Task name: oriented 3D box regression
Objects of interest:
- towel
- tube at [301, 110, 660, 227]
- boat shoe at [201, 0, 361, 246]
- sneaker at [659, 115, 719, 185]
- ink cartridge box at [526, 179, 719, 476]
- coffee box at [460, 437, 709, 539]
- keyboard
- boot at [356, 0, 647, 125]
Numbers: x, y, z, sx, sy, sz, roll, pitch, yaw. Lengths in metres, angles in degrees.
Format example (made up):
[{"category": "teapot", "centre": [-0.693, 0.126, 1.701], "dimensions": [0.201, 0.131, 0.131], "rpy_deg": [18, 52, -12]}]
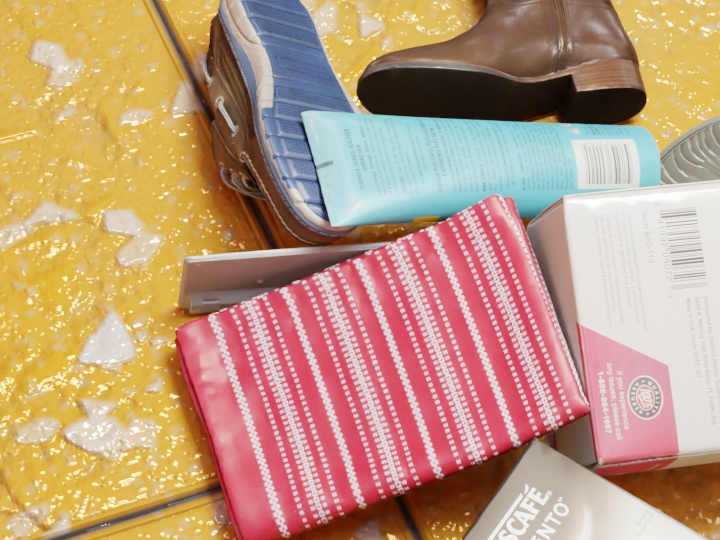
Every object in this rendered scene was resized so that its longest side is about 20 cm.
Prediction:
[{"category": "towel", "centre": [0.008, 0.052, 1.455], "dimensions": [0.200, 0.022, 0.145], "rpy_deg": [-22, 60, 7]}, {"category": "tube", "centre": [0.068, -0.056, 1.520], "dimensions": [0.200, 0.050, 0.078], "rpy_deg": [0, 49, -23]}, {"category": "boat shoe", "centre": [-0.044, -0.078, 1.557], "dimensions": [0.072, 0.072, 0.200], "rpy_deg": [14, 39, -27]}, {"category": "sneaker", "centre": [0.252, -0.065, 1.600], "dimensions": [0.200, 0.106, 0.075], "rpy_deg": [-29, 80, 7]}, {"category": "ink cartridge box", "centre": [0.202, 0.029, 1.480], "dimensions": [0.200, 0.083, 0.147], "rpy_deg": [-5, 81, -12]}, {"category": "coffee box", "centre": [0.138, 0.191, 1.385], "dimensions": [0.200, 0.080, 0.114], "rpy_deg": [29, 56, 13]}, {"category": "keyboard", "centre": [0.000, 0.000, 1.519], "dimensions": [0.200, 0.056, 0.011], "rpy_deg": [-4, 57, -10]}, {"category": "boot", "centre": [0.068, -0.177, 1.650], "dimensions": [0.186, 0.064, 0.200], "rpy_deg": [2, 56, -22]}]
